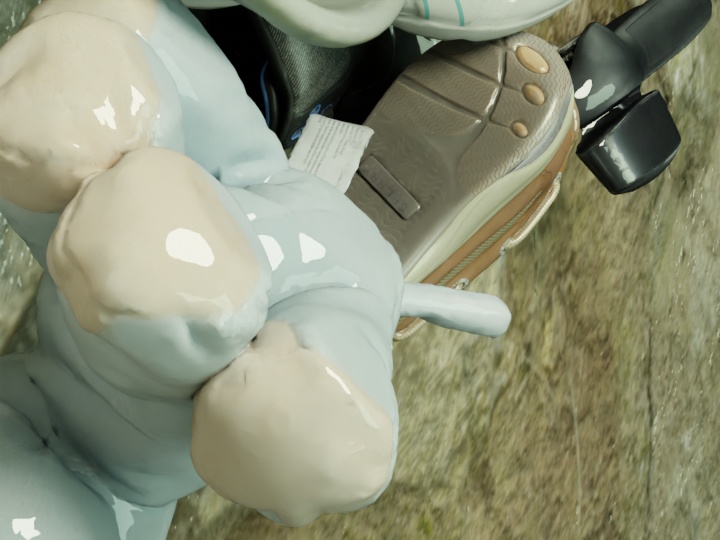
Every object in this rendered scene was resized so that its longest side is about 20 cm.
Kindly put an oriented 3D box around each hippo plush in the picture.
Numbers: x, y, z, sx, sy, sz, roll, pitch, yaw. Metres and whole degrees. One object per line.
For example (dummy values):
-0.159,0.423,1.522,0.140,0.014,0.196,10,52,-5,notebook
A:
-0.080,0.021,0.825,0.160,0.161,0.200,52,17,-3,hippo plush

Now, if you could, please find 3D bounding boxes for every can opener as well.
0.116,-0.092,1.363,0.079,0.063,0.200,63,25,-12,can opener

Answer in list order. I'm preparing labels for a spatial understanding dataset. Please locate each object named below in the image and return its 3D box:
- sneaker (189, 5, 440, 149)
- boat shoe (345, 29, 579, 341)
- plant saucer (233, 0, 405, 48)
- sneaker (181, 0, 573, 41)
-0.015,-0.059,1.085,0.112,0.073,0.201,-56,138,-35,sneaker
0.000,0.000,1.040,0.200,0.076,0.072,-37,152,0,boat shoe
-0.048,-0.156,0.852,0.200,0.050,0.201,46,36,-48,plant saucer
0.010,-0.126,0.978,0.199,0.071,0.080,-1,146,-31,sneaker
